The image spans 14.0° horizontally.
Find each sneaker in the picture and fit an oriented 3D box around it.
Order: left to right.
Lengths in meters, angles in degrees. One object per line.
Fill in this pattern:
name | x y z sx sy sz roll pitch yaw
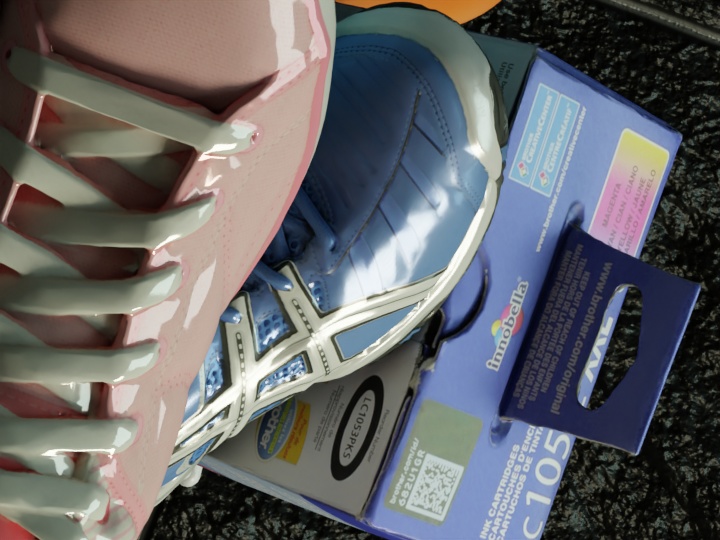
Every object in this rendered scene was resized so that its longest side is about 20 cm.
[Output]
sneaker | -0.062 0.010 0.624 0.105 0.075 0.200 -79 -168 -53
sneaker | -0.041 0.012 0.739 0.200 0.076 0.077 -45 173 23

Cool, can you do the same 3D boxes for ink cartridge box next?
ink cartridge box | 0.000 0.000 0.829 0.200 0.076 0.137 17 -95 46

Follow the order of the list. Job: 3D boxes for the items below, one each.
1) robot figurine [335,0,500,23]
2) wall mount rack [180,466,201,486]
robot figurine | 0.018 -0.158 0.914 0.117 0.144 0.200 -13 133 -45
wall mount rack | -0.109 0.127 1.071 0.200 0.074 0.174 107 4 -85
